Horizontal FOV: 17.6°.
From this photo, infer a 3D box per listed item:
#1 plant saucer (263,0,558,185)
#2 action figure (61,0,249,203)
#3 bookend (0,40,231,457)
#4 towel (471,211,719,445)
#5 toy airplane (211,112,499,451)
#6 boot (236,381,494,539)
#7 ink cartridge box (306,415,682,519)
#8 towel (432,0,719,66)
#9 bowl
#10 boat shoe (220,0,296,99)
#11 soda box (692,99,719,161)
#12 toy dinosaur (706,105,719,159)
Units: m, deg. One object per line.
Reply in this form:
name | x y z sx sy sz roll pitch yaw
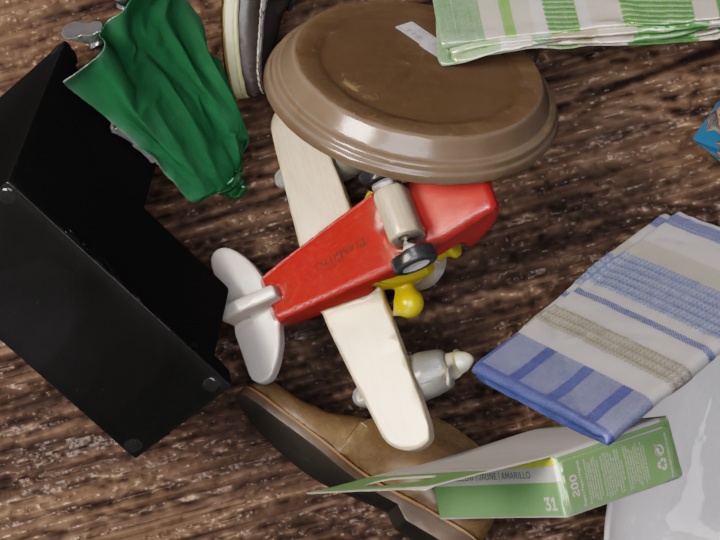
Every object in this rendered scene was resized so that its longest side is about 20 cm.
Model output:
plant saucer | 0.036 -0.125 1.538 0.199 0.200 0.030 11 125 0
action figure | -0.126 -0.110 1.550 0.055 0.200 0.118 21 66 39
bookend | -0.175 -0.018 1.547 0.092 0.200 0.199 -37 113 24
towel | 0.187 0.036 1.537 0.200 0.147 0.024 -37 125 -22
toy airplane | 0.000 0.000 1.574 0.199 0.141 0.201 23 104 35
boot | 0.009 0.122 1.605 0.200 0.074 0.076 32 76 -7
ink cartridge box | 0.087 0.140 1.511 0.199 0.145 0.048 -15 92 -33
towel | 0.145 -0.202 1.573 0.199 0.023 0.153 -6 48 1
bowl | 0.276 0.139 1.574 0.199 0.075 0.201 16 99 13
boat shoe | -0.057 -0.216 1.589 0.065 0.073 0.201 5 91 5
soda box | 0.319 -0.148 1.586 0.068 0.064 0.200 35 90 -22
toy dinosaur | 0.343 -0.082 1.535 0.199 0.086 0.136 -19 101 -18
